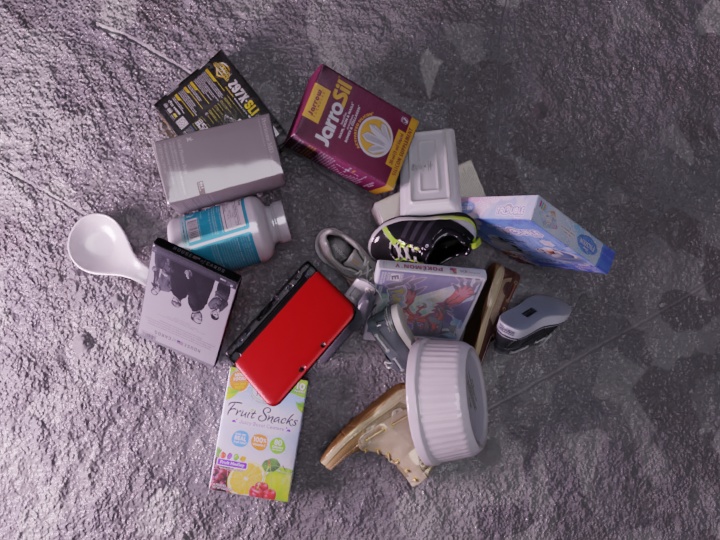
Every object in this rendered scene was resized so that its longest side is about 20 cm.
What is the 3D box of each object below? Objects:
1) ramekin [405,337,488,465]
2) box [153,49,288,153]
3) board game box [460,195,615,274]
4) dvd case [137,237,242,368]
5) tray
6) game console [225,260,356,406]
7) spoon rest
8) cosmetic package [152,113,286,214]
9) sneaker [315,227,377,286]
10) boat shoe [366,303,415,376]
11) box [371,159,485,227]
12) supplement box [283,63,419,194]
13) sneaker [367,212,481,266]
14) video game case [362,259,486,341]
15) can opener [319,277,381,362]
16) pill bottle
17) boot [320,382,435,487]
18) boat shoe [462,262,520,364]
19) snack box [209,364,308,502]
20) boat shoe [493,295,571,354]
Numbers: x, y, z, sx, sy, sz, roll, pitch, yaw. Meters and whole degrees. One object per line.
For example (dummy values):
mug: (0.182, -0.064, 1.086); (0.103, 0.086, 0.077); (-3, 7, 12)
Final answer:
ramekin: (0.147, 0.210, 0.937); (0.091, 0.201, 0.210); (-9, 87, 23)
box: (-0.243, -0.258, 1.021); (0.159, 0.049, 0.201); (-41, 91, -9)
board game box: (0.279, -0.060, 0.952); (0.195, 0.198, 0.045); (28, 82, -27)
dvd case: (-0.286, 0.060, 0.950); (0.146, 0.025, 0.203); (24, 125, -2)
tray: (0.119, -0.178, 1.006); (0.103, 0.022, 0.206); (-4, 56, 9)
game console: (-0.115, 0.099, 0.950); (0.119, 0.172, 0.201); (43, 83, -3)
spoon rest: (-0.409, -0.021, 0.985); (0.196, 0.061, 0.101); (31, 84, -4)
cosmetic package: (-0.226, -0.175, 0.952); (0.194, 0.090, 0.110); (-18, 85, -4)
sneaker: (0.000, 0.000, 1.007); (0.198, 0.092, 0.077); (37, 85, -2)
boat shoe: (0.064, 0.135, 0.982); (0.060, 0.203, 0.074); (-17, 44, 9)
box: (0.122, -0.118, 1.038); (0.195, 0.068, 0.085); (-23, 88, -6)
supplement box: (-0.016, -0.238, 0.995); (0.195, 0.103, 0.135); (24, 85, -17)
sneaker: (0.098, -0.044, 0.935); (0.194, 0.084, 0.073); (-12, 126, 21)
video game case: (0.101, 0.062, 0.972); (0.175, 0.203, 0.024); (5, 49, -5)
can opener: (-0.033, 0.093, 0.956); (0.053, 0.067, 0.201); (37, 126, -2)
pill bottle: (-0.219, -0.058, 0.980); (0.193, 0.111, 0.115); (-16, 88, -6)
boot: (0.042, 0.319, 1.003); (0.198, 0.073, 0.157); (-37, 91, -13)
boat shoe: (0.240, 0.093, 1.038); (0.070, 0.072, 0.206); (19, 83, -8)
snack box: (-0.174, 0.279, 0.992); (0.137, 0.053, 0.208); (10, 85, -6)
boat shoe: (0.305, 0.101, 1.021); (0.073, 0.196, 0.070); (32, 124, 33)
